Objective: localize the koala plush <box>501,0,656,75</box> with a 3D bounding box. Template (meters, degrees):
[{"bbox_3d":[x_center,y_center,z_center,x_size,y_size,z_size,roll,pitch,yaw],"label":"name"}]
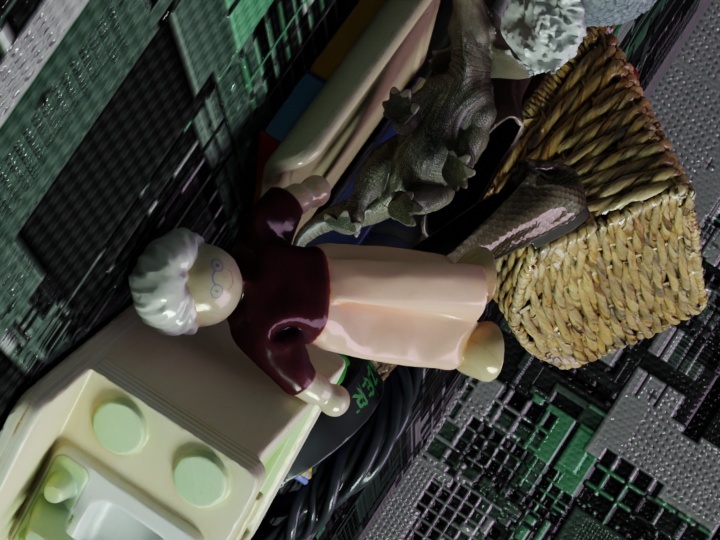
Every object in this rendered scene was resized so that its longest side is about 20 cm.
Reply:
[{"bbox_3d":[0.147,-0.205,1.402,0.177,0.184,0.200,-51,175,-37],"label":"koala plush"}]

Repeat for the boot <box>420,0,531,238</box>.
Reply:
[{"bbox_3d":[0.091,-0.122,1.548,0.200,0.072,0.166,-56,-161,18],"label":"boot"}]

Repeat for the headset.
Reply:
[{"bbox_3d":[-0.071,0.113,1.426,0.200,0.094,0.124,-26,-163,17],"label":"headset"}]

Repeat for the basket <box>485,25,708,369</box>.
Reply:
[{"bbox_3d":[0.136,-0.043,1.668,0.142,0.149,0.200,-23,154,0],"label":"basket"}]

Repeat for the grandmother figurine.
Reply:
[{"bbox_3d":[-0.024,0.009,1.254,0.061,0.200,0.122,-40,-126,50],"label":"grandmother figurine"}]

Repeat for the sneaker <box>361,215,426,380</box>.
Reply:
[{"bbox_3d":[0.000,0.000,1.584,0.200,0.090,0.067,-54,153,-48],"label":"sneaker"}]

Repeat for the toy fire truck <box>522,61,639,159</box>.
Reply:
[{"bbox_3d":[0.093,-0.092,1.764,0.168,0.112,0.200,-39,162,-43],"label":"toy fire truck"}]

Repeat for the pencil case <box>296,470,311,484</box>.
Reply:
[{"bbox_3d":[-0.020,0.046,1.693,0.200,0.078,0.087,-58,-166,1],"label":"pencil case"}]

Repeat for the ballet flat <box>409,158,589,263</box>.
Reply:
[{"bbox_3d":[0.048,-0.013,1.457,0.200,0.046,0.067,-28,-160,-22],"label":"ballet flat"}]

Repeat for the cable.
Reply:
[{"bbox_3d":[-0.029,0.111,1.766,0.200,0.051,0.163,-46,-155,10],"label":"cable"}]

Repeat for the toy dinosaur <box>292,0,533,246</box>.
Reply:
[{"bbox_3d":[0.035,-0.062,1.367,0.200,0.077,0.102,-61,168,28],"label":"toy dinosaur"}]

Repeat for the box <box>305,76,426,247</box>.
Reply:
[{"bbox_3d":[-0.025,-0.016,1.486,0.200,0.032,0.121,-54,-173,-21],"label":"box"}]

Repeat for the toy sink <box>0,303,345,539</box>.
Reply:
[{"bbox_3d":[-0.105,0.104,1.255,0.131,0.112,0.200,-62,172,26],"label":"toy sink"}]

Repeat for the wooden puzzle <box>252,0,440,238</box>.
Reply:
[{"bbox_3d":[-0.011,-0.092,1.380,0.185,0.037,0.200,-55,177,-22],"label":"wooden puzzle"}]
